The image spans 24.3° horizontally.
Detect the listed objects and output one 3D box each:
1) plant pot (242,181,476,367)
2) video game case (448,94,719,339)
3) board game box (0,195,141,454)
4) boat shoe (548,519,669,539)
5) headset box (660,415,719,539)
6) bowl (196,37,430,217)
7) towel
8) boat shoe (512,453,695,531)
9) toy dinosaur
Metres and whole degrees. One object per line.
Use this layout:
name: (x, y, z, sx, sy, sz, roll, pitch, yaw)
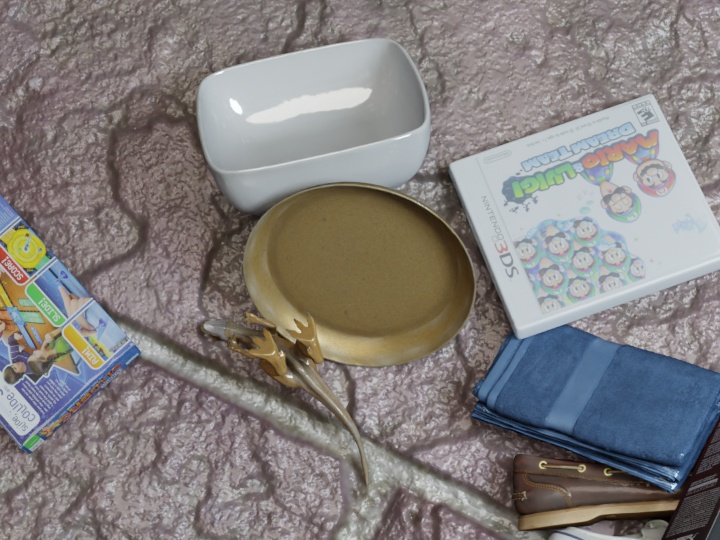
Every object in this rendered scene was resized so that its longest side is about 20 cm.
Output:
plant pot: (0.000, 0.000, 1.420, 0.199, 0.201, 0.028, 6, 40, 5)
video game case: (0.199, -0.051, 1.472, 0.199, 0.024, 0.183, -19, 60, -2)
board game box: (-0.310, 0.044, 1.490, 0.135, 0.034, 0.200, -42, 76, -8)
boat shoe: (0.253, 0.238, 1.381, 0.199, 0.072, 0.066, 16, 74, 6)
headset box: (0.344, 0.189, 1.342, 0.148, 0.075, 0.201, 38, 60, -10)
bowl: (-0.038, -0.119, 1.467, 0.199, 0.075, 0.200, -13, 35, -1)
towel: (0.200, 0.107, 1.399, 0.199, 0.049, 0.112, 16, 55, 32)
boat shoe: (0.226, 0.176, 1.399, 0.198, 0.070, 0.071, -4, 75, 1)
toy dinosaur: (-0.052, 0.086, 1.440, 0.200, 0.106, 0.060, 40, 73, 20)
